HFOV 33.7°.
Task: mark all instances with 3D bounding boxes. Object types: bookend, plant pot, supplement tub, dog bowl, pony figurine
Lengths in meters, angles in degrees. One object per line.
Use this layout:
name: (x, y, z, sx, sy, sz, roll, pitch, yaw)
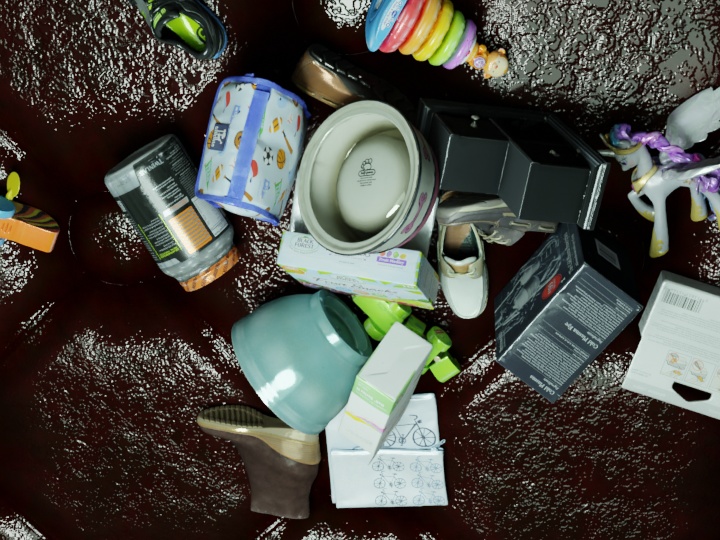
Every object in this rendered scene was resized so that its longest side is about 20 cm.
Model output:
bookend: (0.184, -0.139, 1.526, 0.198, 0.199, 0.093, 4, 115, -15)
plant pot: (-0.068, 0.112, 1.695, 0.134, 0.201, 0.201, -38, 103, 15)
supplement tub: (-0.260, -0.079, 1.680, 0.122, 0.123, 0.201, -26, 106, 17)
dog bowl: (0.015, -0.113, 1.539, 0.199, 0.073, 0.203, -8, 76, 37)
pony figurine: (0.423, -0.131, 1.567, 0.191, 0.167, 0.201, -21, 124, 23)

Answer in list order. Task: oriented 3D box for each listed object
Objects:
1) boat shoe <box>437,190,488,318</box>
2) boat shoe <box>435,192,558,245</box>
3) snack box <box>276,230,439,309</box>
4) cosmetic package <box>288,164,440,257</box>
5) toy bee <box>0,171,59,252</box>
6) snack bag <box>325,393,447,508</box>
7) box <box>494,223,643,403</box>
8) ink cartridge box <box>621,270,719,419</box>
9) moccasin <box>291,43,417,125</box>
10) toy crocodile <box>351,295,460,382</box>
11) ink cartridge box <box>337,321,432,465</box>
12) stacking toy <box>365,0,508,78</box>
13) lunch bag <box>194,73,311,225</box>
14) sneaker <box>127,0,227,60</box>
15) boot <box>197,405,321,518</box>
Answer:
boat shoe: (0.140, -0.018, 1.681, 0.074, 0.069, 0.202, -7, 111, 11)
boat shoe: (0.194, -0.069, 1.608, 0.198, 0.074, 0.074, -7, 105, -23)
snack box: (0.000, 0.000, 1.647, 0.198, 0.142, 0.054, 9, 77, 17)
cosmetic package: (0.006, -0.085, 1.669, 0.198, 0.071, 0.103, 12, 112, 3)
toy bee: (-0.538, -0.095, 1.734, 0.131, 0.109, 0.200, -44, 126, 13)
snack bag: (0.038, 0.278, 1.842, 0.186, 0.021, 0.202, -2, 112, 9)
box: (0.276, 0.044, 1.617, 0.104, 0.200, 0.183, 35, 112, -9)
ink cartridge box: (0.493, 0.113, 1.701, 0.198, 0.045, 0.178, 18, 113, 1)
moccasin: (-0.002, -0.224, 1.615, 0.200, 0.074, 0.078, 28, 127, -8)
toy crocodile: (0.069, 0.088, 1.744, 0.200, 0.062, 0.068, 40, 112, -4)
ink cartridge box: (0.030, 0.181, 1.706, 0.067, 0.117, 0.201, 31, 143, 10)
stacking toy: (0.110, -0.306, 1.560, 0.198, 0.110, 0.117, 26, 111, -16)
lunch bag: (-0.143, -0.158, 1.565, 0.122, 0.200, 0.172, 14, 90, 0)
sneaker: (-0.262, -0.356, 1.588, 0.199, 0.083, 0.071, 41, 111, -9)
boot: (-0.163, 0.303, 1.850, 0.197, 0.072, 0.168, 9, 111, 0)
